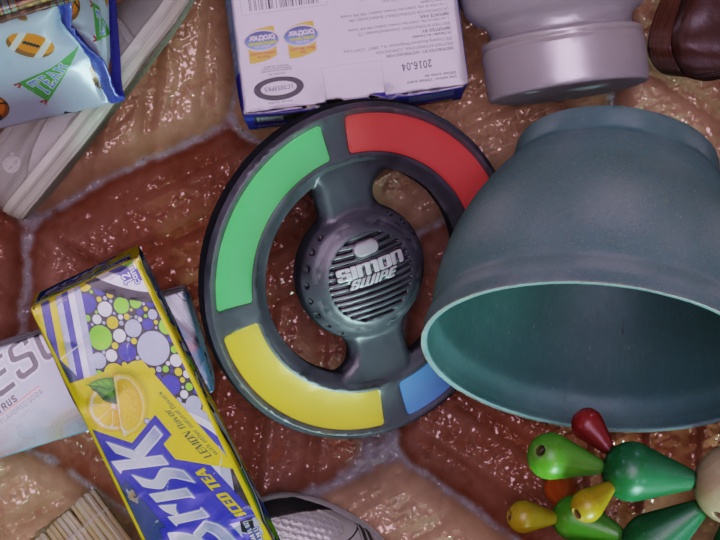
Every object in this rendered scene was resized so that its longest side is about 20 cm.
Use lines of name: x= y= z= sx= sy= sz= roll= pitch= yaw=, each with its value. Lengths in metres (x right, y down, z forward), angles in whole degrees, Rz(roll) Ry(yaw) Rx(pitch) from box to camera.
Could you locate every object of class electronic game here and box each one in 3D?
electronic game: x=0.000 y=0.000 z=1.616 sx=0.199 sy=0.042 sz=0.201 roll=-6 pitch=106 yaw=-23

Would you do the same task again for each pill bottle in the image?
pill bottle: x=0.109 y=-0.203 z=1.626 sx=0.113 sy=0.114 sz=0.201 roll=-7 pitch=88 yaw=-1

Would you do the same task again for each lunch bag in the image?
lunch bag: x=-0.231 y=-0.186 z=1.603 sx=0.169 sy=0.124 sz=0.201 roll=-10 pitch=54 yaw=8

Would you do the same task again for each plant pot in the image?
plant pot: x=0.140 y=-0.009 z=1.580 sx=0.199 sy=0.201 sz=0.135 roll=8 pitch=64 yaw=0

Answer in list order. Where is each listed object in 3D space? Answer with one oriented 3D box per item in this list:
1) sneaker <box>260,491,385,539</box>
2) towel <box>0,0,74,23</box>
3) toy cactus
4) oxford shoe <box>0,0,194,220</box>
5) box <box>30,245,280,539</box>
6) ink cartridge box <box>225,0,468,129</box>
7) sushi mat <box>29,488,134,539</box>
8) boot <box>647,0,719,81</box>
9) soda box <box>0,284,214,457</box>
sneaker: x=0.007 y=0.204 z=1.619 sx=0.200 sy=0.088 sz=0.076 roll=43 pitch=89 yaw=3
towel: x=-0.204 y=-0.222 z=1.537 sx=0.146 sy=0.022 sz=0.201 roll=-16 pitch=63 yaw=3
toy cactus: x=0.187 y=0.143 z=1.612 sx=0.165 sy=0.102 sz=0.200 roll=-38 pitch=102 yaw=16
oxford shoe: x=-0.158 y=-0.121 z=1.641 sx=0.058 sy=0.075 sz=0.200 roll=40 pitch=92 yaw=0
box: x=-0.112 y=0.092 z=1.571 sx=0.070 sy=0.064 sz=0.201 roll=-25 pitch=97 yaw=0
ink cartridge box: x=-0.012 y=-0.161 z=1.642 sx=0.135 sy=0.076 sz=0.201 roll=-7 pitch=86 yaw=0
sushi mat: x=-0.135 y=0.229 z=1.622 sx=0.096 sy=0.012 sz=0.200 roll=-42 pitch=72 yaw=6
boot: x=0.266 y=-0.185 z=1.586 sx=0.064 sy=0.199 sz=0.188 roll=16 pitch=87 yaw=-38
soda box: x=-0.187 y=0.067 z=1.631 sx=0.199 sy=0.068 sz=0.064 roll=-18 pitch=94 yaw=-2
